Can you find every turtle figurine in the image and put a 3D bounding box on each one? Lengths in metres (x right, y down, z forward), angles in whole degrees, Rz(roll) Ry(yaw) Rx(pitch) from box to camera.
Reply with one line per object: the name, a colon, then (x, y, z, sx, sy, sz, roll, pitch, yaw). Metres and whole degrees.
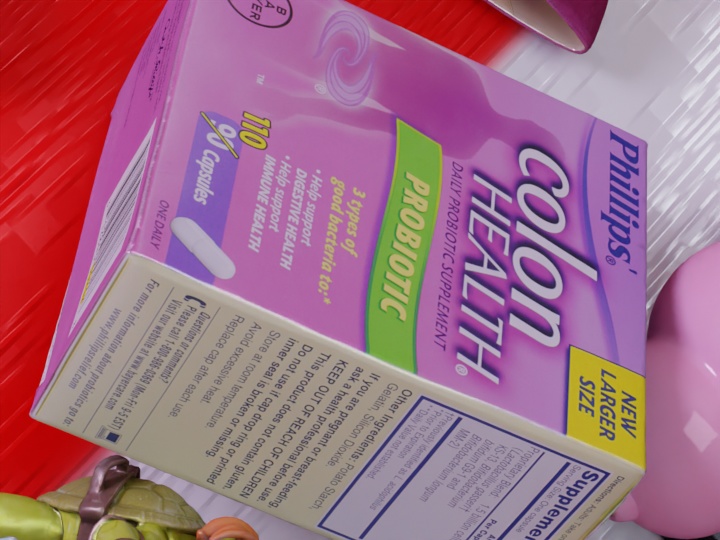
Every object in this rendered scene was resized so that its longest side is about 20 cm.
turtle figurine: (-0.098, 0.096, 0.747, 0.160, 0.200, 0.065, 9, 86, 6)

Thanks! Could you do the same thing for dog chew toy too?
dog chew toy: (0.170, 0.031, 0.831, 0.199, 0.125, 0.125, -33, 92, -14)

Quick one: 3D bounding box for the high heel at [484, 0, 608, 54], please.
high heel: (0.015, -0.148, 0.888, 0.199, 0.067, 0.097, 5, 80, -26)

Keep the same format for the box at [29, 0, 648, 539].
box: (0.000, 0.000, 0.794, 0.199, 0.097, 0.177, 24, 42, -14)

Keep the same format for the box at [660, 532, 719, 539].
box: (0.223, 0.098, 0.919, 0.200, 0.049, 0.161, 48, 67, -4)

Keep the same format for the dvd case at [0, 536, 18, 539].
dvd case: (-0.083, 0.154, 0.721, 0.200, 0.146, 0.022, 42, 59, -25)
